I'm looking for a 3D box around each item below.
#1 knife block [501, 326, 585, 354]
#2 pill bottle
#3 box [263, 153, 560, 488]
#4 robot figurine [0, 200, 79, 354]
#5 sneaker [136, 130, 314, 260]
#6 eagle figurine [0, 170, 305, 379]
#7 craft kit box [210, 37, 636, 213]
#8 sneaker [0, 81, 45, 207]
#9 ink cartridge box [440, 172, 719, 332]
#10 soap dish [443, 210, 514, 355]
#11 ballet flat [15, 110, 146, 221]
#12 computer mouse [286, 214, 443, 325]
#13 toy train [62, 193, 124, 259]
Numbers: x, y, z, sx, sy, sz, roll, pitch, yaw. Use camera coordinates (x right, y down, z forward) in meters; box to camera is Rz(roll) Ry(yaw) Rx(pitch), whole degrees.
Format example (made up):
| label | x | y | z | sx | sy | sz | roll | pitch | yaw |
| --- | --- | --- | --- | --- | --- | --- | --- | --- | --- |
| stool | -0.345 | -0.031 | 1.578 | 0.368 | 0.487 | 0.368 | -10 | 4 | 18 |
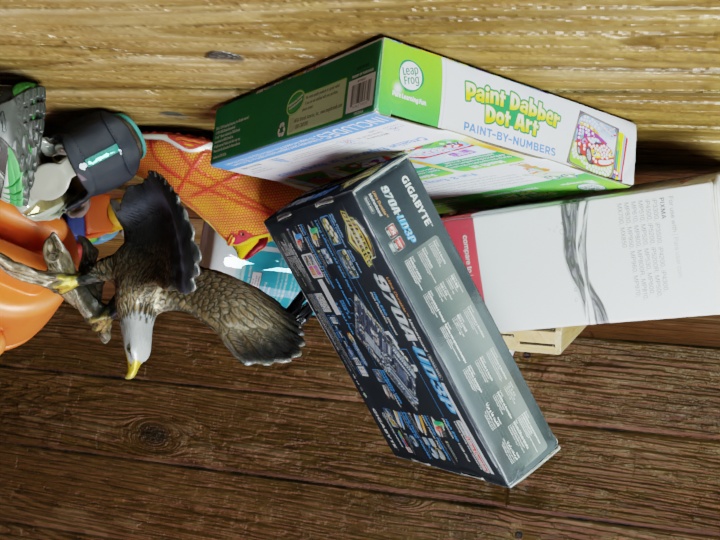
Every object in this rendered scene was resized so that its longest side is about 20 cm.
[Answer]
| label | x | y | z | sx | sy | sz | roll | pitch | yaw |
| --- | --- | --- | --- | --- | --- | --- | --- | --- | --- |
| knife block | 0.178 | 0.028 | 0.868 | 0.063 | 0.202 | 0.176 | 2 | 144 | 23 |
| pill bottle | -0.062 | -0.011 | 0.973 | 0.197 | 0.113 | 0.111 | 8 | 173 | -18 |
| box | 0.025 | 0.035 | 0.610 | 0.046 | 0.202 | 0.159 | -33 | -171 | -22 |
| robot figurine | -0.321 | 0.006 | 0.839 | 0.115 | 0.146 | 0.200 | -17 | 170 | -35 |
| sneaker | -0.102 | -0.054 | 0.712 | 0.197 | 0.078 | 0.073 | 21 | -178 | 10 |
| eagle figurine | -0.147 | 0.009 | 0.710 | 0.197 | 0.153 | 0.151 | -12 | -178 | 30 |
| craft kit box | 0.034 | -0.079 | 0.600 | 0.195 | 0.049 | 0.199 | 13 | 171 | -34 |
| sneaker | -0.267 | -0.085 | 0.639 | 0.084 | 0.079 | 0.199 | 10 | 173 | -33 |
| ink cartridge box | 0.156 | -0.011 | 0.655 | 0.197 | 0.084 | 0.146 | -7 | -176 | 28 |
| soap dish | 0.098 | 0.014 | 0.923 | 0.080 | 0.160 | 0.199 | 21 | -176 | 33 |
| ballet flat | -0.233 | -0.075 | 0.721 | 0.072 | 0.074 | 0.199 | 10 | 169 | -36 |
| computer mouse | 0.000 | 0.000 | 0.826 | 0.034 | 0.199 | 0.059 | 46 | -169 | -17 |
| toy train | -0.238 | -0.056 | 0.913 | 0.114 | 0.086 | 0.199 | -5 | 178 | -29 |
